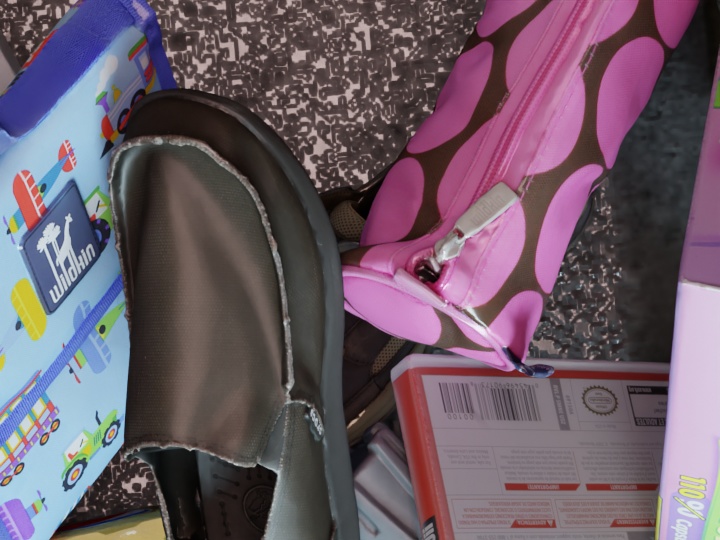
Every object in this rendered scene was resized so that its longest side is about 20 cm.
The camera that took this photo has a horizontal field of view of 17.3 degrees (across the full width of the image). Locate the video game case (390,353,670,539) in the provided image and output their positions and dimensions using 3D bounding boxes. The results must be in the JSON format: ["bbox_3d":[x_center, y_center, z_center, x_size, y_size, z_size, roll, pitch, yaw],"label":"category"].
[{"bbox_3d":[0.092,0.126,0.852,0.142,0.017,0.201,3,62,-29],"label":"video game case"}]

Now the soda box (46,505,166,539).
[{"bbox_3d":[-0.067,0.125,0.933,0.199,0.064,0.068,-12,89,-3],"label":"soda box"}]

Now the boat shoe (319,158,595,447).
[{"bbox_3d":[0.000,0.000,0.926,0.200,0.074,0.073,-42,131,-10],"label":"boat shoe"}]

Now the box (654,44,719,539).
[{"bbox_3d":[0.167,-0.017,0.839,0.096,0.176,0.201,8,55,9],"label":"box"}]

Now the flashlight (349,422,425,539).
[{"bbox_3d":[0.062,0.141,0.875,0.068,0.068,0.200,-44,95,-10],"label":"flashlight"}]

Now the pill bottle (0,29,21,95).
[{"bbox_3d":[-0.226,-0.043,0.909,0.199,0.120,0.120,-29,88,-2],"label":"pill bottle"}]

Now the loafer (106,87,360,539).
[{"bbox_3d":[-0.045,0.038,0.804,0.073,0.071,0.201,-4,109,30],"label":"loafer"}]

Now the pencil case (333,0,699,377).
[{"bbox_3d":[0.065,-0.064,0.843,0.090,0.094,0.201,22,79,17],"label":"pencil case"}]

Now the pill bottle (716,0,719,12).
[{"bbox_3d":[0.243,-0.142,0.929,0.199,0.114,0.115,0,87,-1],"label":"pill bottle"}]

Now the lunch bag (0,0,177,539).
[{"bbox_3d":[-0.124,-0.006,0.845,0.094,0.200,0.151,31,67,16],"label":"lunch bag"}]
